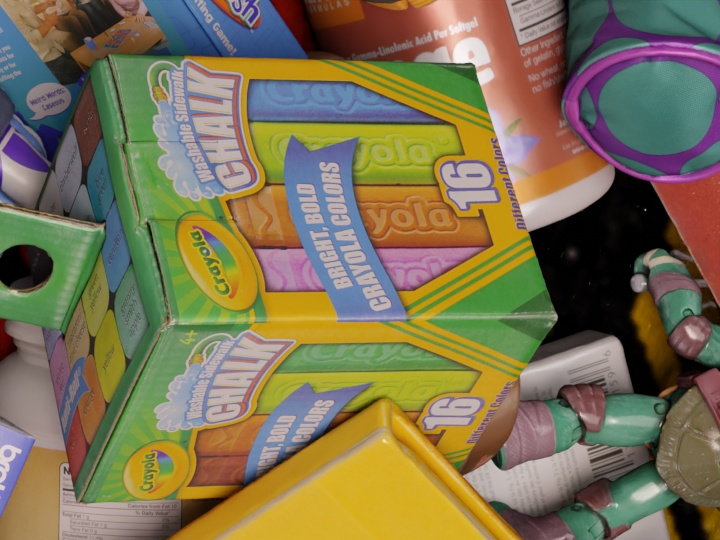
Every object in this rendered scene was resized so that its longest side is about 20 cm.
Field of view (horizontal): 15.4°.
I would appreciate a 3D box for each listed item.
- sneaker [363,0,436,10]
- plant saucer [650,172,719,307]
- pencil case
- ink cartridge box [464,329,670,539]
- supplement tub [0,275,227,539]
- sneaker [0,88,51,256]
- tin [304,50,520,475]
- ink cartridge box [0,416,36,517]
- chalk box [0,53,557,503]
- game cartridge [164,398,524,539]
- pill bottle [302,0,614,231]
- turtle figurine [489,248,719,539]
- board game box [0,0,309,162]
[{"bbox_3d":[-0.055,-0.162,1.100,0.199,0.077,0.079,16,99,22],"label":"sneaker"},{"bbox_3d":[0.234,-0.030,1.213,0.199,0.037,0.201,-14,67,-34],"label":"plant saucer"},{"bbox_3d":[0.138,-0.131,1.167,0.092,0.201,0.085,1,136,10],"label":"pencil case"},{"bbox_3d":[0.062,0.148,1.239,0.173,0.044,0.201,-17,99,-16],"label":"ink cartridge box"},{"bbox_3d":[-0.090,0.105,1.128,0.144,0.144,0.201,0,97,-18],"label":"supplement tub"},{"bbox_3d":[-0.176,-0.084,1.073,0.146,0.200,0.081,23,43,-1],"label":"sneaker"},{"bbox_3d":[0.000,0.000,1.153,0.042,0.112,0.201,-22,82,-41],"label":"tin"},{"bbox_3d":[-0.186,0.090,1.071,0.044,0.200,0.094,25,86,-18],"label":"ink cartridge box"},{"bbox_3d":[-0.051,0.004,0.993,0.199,0.125,0.124,-2,56,-23],"label":"chalk box"},{"bbox_3d":[-0.018,0.158,1.028,0.200,0.033,0.176,-32,119,19],"label":"game cartridge"},{"bbox_3d":[0.033,-0.115,1.176,0.112,0.112,0.201,-21,99,-16],"label":"pill bottle"},{"bbox_3d":[0.152,0.065,1.197,0.199,0.101,0.150,-18,99,-12],"label":"turtle figurine"},{"bbox_3d":[-0.116,-0.104,1.097,0.200,0.152,0.045,55,44,-22],"label":"board game box"}]
